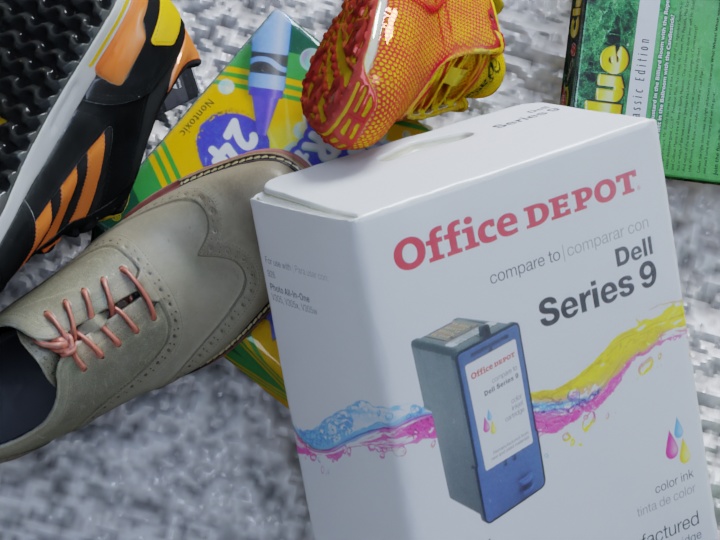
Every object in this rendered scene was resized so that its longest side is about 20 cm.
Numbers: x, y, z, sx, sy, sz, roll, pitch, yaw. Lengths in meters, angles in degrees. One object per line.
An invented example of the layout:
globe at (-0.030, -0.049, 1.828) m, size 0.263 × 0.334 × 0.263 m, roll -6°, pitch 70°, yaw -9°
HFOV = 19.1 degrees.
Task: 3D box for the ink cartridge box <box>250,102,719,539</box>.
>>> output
ink cartridge box at (0.052, 0.048, 0.846) m, size 0.145 × 0.087 × 0.201 m, roll -18°, pitch 106°, yaw -28°

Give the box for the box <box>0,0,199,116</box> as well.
box at (-0.166, -0.132, 0.863) m, size 0.160 × 0.044 × 0.201 m, roll -31°, pitch 114°, yaw -30°

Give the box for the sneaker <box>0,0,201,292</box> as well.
sneaker at (-0.128, -0.027, 0.838) m, size 0.070 × 0.090 × 0.201 m, roll 24°, pitch 80°, yaw 39°

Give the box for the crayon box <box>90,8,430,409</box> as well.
crayon box at (0.000, 0.000, 0.923) m, size 0.200 × 0.052 × 0.126 m, roll 39°, pitch 74°, yaw 1°

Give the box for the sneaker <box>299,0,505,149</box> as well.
sneaker at (0.027, -0.096, 0.887) m, size 0.077 × 0.200 × 0.073 m, roll 32°, pitch 117°, yaw -3°

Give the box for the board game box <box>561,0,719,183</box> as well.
board game box at (0.149, -0.140, 0.950) m, size 0.104 × 0.023 × 0.201 m, roll 7°, pitch 94°, yaw -13°

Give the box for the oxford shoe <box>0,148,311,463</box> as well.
oxford shoe at (-0.098, 0.023, 0.853) m, size 0.200 × 0.075 × 0.071 m, roll -37°, pitch 91°, yaw 12°
